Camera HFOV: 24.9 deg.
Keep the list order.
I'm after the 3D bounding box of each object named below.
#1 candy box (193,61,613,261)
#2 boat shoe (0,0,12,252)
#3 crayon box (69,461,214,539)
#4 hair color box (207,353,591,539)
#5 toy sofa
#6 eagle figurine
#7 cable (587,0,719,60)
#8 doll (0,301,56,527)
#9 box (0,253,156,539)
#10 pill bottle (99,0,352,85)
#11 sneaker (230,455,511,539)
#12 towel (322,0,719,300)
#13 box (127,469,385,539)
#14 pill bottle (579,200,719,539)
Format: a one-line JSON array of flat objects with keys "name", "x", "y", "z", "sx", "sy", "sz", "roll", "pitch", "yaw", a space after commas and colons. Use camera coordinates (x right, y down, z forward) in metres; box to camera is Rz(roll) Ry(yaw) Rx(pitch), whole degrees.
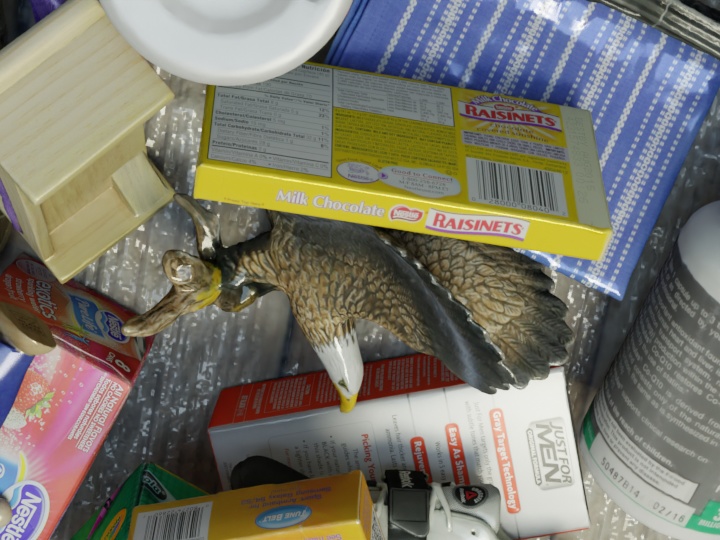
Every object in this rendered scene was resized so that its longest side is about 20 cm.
[{"name": "candy box", "x": 0.021, "y": -0.058, "z": 0.802, "sx": 0.199, "sy": 0.102, "sz": 0.026, "roll": 9, "pitch": 128, "yaw": -7}, {"name": "boat shoe", "x": -0.230, "y": -0.093, "z": 0.881, "sx": 0.068, "sy": 0.072, "sz": 0.201, "roll": 15, "pitch": 115, "yaw": 25}, {"name": "crayon box", "x": -0.071, "y": 0.201, "z": 0.905, "sx": 0.200, "sy": 0.058, "sz": 0.119, "roll": 32, "pitch": 123, "yaw": -20}, {"name": "hair color box", "x": 0.023, "y": 0.106, "z": 0.926, "sx": 0.199, "sy": 0.061, "sz": 0.102, "roll": -9, "pitch": 107, "yaw": 6}, {"name": "toy sofa", "x": -0.151, "y": -0.070, "z": 0.802, "sx": 0.083, "sy": 0.200, "sz": 0.098, "roll": -40, "pitch": 86, "yaw": -12}, {"name": "eagle figurine", "x": 0.002, "y": 0.006, "z": 0.857, "sx": 0.199, "sy": 0.152, "sz": 0.151, "roll": -2, "pitch": 137, "yaw": 23}, {"name": "cable", "x": 0.143, "y": -0.151, "z": 0.826, "sx": 0.200, "sy": 0.097, "sz": 0.050, "roll": 24, "pitch": 105, "yaw": -5}, {"name": "doll", "x": -0.229, "y": 0.104, "z": 0.820, "sx": 0.136, "sy": 0.048, "sz": 0.200, "roll": 27, "pitch": 102, "yaw": -47}, {"name": "box", "x": -0.204, "y": 0.106, "z": 0.915, "sx": 0.095, "sy": 0.100, "sz": 0.200, "roll": 29, "pitch": 105, "yaw": -6}, {"name": "pill bottle", "x": -0.054, "y": -0.163, "z": 0.777, "sx": 0.119, "sy": 0.200, "sz": 0.120, "roll": 1, "pitch": 107, "yaw": 2}, {"name": "sneaker", "x": 0.027, "y": 0.135, "z": 0.869, "sx": 0.200, "sy": 0.074, "sz": 0.089, "roll": 30, "pitch": 109, "yaw": -19}, {"name": "towel", "x": 0.081, "y": -0.092, "z": 0.862, "sx": 0.200, "sy": 0.024, "sz": 0.145, "roll": 27, "pitch": 85, "yaw": -6}, {"name": "box", "x": -0.033, "y": 0.195, "z": 0.837, "sx": 0.119, "sy": 0.042, "sz": 0.200, "roll": -11, "pitch": 123, "yaw": 10}, {"name": "pill bottle", "x": 0.201, "y": 0.036, "z": 0.849, "sx": 0.113, "sy": 0.113, "sz": 0.200, "roll": 19, "pitch": 122, "yaw": -4}]
